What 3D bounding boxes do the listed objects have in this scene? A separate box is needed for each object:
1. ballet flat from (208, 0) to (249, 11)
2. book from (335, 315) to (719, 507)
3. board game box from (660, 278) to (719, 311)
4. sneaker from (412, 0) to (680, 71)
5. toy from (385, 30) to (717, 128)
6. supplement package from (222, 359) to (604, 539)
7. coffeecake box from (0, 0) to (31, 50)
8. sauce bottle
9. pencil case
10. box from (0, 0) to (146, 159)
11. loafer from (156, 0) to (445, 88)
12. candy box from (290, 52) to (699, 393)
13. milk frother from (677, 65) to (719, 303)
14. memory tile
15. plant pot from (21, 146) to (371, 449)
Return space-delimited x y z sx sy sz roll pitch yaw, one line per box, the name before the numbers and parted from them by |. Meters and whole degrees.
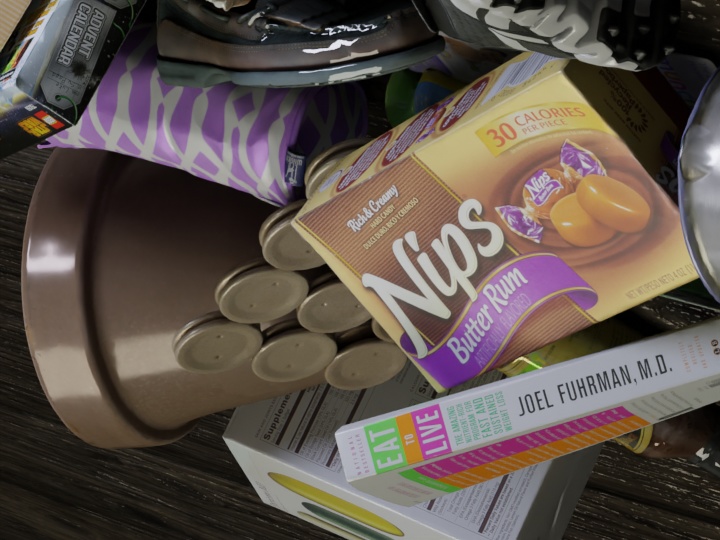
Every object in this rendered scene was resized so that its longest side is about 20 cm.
ballet flat | -0.114 -0.196 1.019 0.072 0.072 0.200 4 144 52
book | 0.098 0.067 1.138 0.199 0.048 0.134 -17 172 10
board game box | 0.164 0.000 1.155 0.199 0.029 0.134 15 180 29
sneaker | 0.043 -0.125 0.911 0.090 0.067 0.200 4 169 37
toy | 0.095 -0.065 1.113 0.199 0.047 0.115 14 161 38
supplement package | 0.042 0.104 1.512 0.199 0.151 0.152 22 163 16
coffeecake box | -0.237 -0.112 1.167 0.073 0.154 0.200 30 -170 -18
sauce bottle | 0.160 0.070 1.385 0.199 0.065 0.065 31 163 -13
pencil case | -0.089 -0.086 1.262 0.199 0.084 0.086 19 122 30
box | -0.156 -0.123 1.165 0.040 0.137 0.200 32 163 -19
loafer | -0.040 -0.123 1.119 0.199 0.072 0.063 3 110 51
candy box | 0.072 -0.028 1.071 0.117 0.057 0.200 49 138 -13
milk frother | 0.233 0.021 0.901 0.180 0.201 0.188 34 163 -36
memory tile | 0.000 0.000 1.247 0.153 0.017 0.200 7 140 -33
plant pot | -0.081 0.008 1.394 0.174 0.201 0.200 -1 153 24
